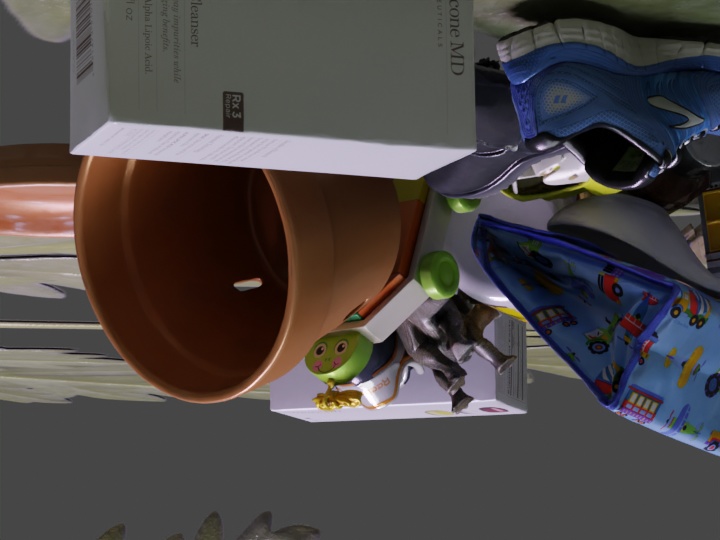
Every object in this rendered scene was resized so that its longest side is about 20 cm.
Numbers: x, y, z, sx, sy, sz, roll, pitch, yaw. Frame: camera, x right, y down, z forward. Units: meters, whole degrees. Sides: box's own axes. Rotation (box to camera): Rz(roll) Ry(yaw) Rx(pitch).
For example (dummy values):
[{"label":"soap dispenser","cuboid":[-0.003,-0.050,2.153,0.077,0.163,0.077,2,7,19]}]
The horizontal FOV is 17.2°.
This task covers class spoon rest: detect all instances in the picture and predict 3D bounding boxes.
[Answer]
[{"label":"spoon rest","cuboid":[0.212,-0.014,1.581,0.199,0.061,0.099,4,163,40]}]

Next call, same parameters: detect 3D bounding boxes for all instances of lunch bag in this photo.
[{"label":"lunch bag","cuboid":[0.168,0.031,1.615,0.150,0.094,0.200,24,-173,-45]}]

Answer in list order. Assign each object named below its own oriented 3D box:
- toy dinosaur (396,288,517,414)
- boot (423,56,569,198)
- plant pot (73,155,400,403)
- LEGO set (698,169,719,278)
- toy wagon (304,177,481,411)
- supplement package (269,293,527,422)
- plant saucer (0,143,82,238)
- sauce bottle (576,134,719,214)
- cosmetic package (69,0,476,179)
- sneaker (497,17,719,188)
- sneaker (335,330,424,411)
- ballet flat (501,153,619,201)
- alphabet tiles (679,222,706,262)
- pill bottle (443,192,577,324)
[{"label":"toy dinosaur","cuboid":[0.055,0.042,1.777,0.077,0.102,0.200,-48,154,10]},{"label":"boot","cuboid":[0.025,-0.094,1.455,0.199,0.066,0.165,2,162,-37]},{"label":"plant pot","cuboid":[-0.069,-0.028,1.537,0.199,0.201,0.140,-10,-176,43]},{"label":"LEGO set","cuboid":[0.324,-0.026,1.713,0.153,0.117,0.200,-9,168,16]},{"label":"toy wagon","cuboid":[0.000,0.000,1.632,0.155,0.201,0.040,-9,144,39]},{"label":"supplement package","cuboid":[0.032,0.045,2.017,0.199,0.157,0.111,-4,170,18]},{"label":"plant saucer","cuboid":[-0.221,-0.059,1.734,0.199,0.038,0.200,-1,170,0]},{"label":"sauce bottle","cuboid":[0.206,-0.069,1.630,0.066,0.066,0.200,1,171,-15]},{"label":"cosmetic package","cuboid":[-0.044,-0.112,1.213,0.199,0.114,0.081,1,171,-21]},{"label":"sneaker","cuboid":[0.163,-0.089,1.393,0.199,0.090,0.078,4,170,-35]},{"label":"sneaker","cuboid":[0.007,0.054,1.870,0.078,0.080,0.200,-26,-169,15]},{"label":"ballet flat","cuboid":[0.136,-0.076,1.565,0.067,0.067,0.200,-14,176,-14]},{"label":"alphabet tiles","cuboid":[0.238,0.000,1.863,0.200,0.008,0.167,-41,166,2]},{"label":"pill bottle","cuboid":[0.136,-0.015,1.811,0.109,0.110,0.200,-4,170,20]}]
